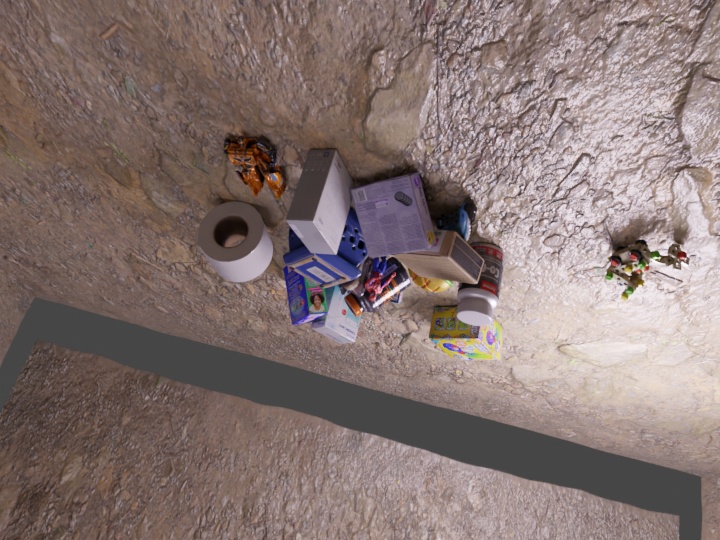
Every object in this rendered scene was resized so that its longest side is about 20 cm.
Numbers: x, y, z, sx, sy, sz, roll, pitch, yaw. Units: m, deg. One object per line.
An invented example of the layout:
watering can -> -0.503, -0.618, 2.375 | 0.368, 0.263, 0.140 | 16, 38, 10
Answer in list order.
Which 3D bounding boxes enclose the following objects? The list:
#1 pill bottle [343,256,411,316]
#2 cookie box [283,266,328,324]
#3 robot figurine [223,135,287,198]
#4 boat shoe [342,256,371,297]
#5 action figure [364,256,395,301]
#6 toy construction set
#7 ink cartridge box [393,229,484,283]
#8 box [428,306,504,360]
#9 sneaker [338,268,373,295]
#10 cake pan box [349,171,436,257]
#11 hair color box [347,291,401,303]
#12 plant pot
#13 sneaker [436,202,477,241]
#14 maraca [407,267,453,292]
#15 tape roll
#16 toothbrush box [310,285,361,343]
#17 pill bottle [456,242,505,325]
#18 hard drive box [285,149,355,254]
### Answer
pill bottle -> 0.047, 0.055, 1.761 | 0.107, 0.199, 0.106 | 53, 171, 13
cookie box -> -0.185, 0.063, 1.951 | 0.074, 0.204, 0.171 | -4, 167, -28
robot figurine -> -0.267, -0.264, 1.489 | 0.143, 0.059, 0.201 | 6, 154, 19
boat shoe -> 0.000, 0.000, 1.714 | 0.071, 0.201, 0.065 | -24, 119, 28
action figure -> 0.064, -0.011, 1.652 | 0.065, 0.203, 0.099 | 26, 152, -25
toy construction set -> 0.680, -0.008, 1.415 | 0.131, 0.092, 0.200 | 45, 142, -5
ink cartridge box -> 0.196, -0.039, 1.519 | 0.198, 0.076, 0.164 | 9, 160, 44
box -> 0.374, 0.221, 2.050 | 0.190, 0.124, 0.200 | -5, 148, 37
sneaker -> 0.015, 0.042, 1.849 | 0.197, 0.092, 0.067 | 2, 169, -28
cake pan box -> 0.076, -0.133, 1.445 | 0.198, 0.052, 0.187 | -8, 103, 40
hair color box -> 0.041, 0.061, 1.948 | 0.197, 0.062, 0.100 | 11, -179, 10
plant pot -> -0.092, -0.068, 1.647 | 0.199, 0.182, 0.199 | 33, 149, -30
sneaker -> 0.236, -0.111, 1.489 | 0.089, 0.079, 0.201 | 19, 155, 1
maraca -> 0.186, -0.007, 1.711 | 0.199, 0.108, 0.137 | 32, 175, 25
tape roll -> -0.373, -0.085, 1.761 | 0.199, 0.206, 0.140 | 11, 156, 10
toothbrush box -> -0.073, 0.134, 2.042 | 0.146, 0.203, 0.085 | 33, 151, -32
pill bottle -> 0.326, 0.039, 1.596 | 0.112, 0.203, 0.114 | 12, 156, 6
hard drive box -> -0.091, -0.166, 1.419 | 0.076, 0.203, 0.156 | 4, 153, 23
